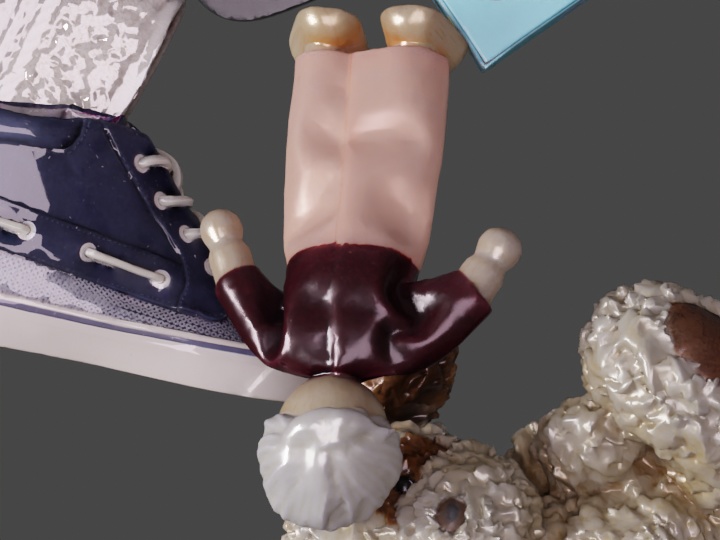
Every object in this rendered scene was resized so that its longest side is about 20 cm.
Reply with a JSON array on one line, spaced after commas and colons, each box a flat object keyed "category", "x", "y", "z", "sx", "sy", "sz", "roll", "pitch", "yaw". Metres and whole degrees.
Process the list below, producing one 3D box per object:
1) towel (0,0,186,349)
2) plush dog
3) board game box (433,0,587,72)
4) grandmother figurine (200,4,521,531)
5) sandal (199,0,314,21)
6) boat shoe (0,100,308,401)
[{"category": "towel", "x": -0.172, "y": -0.051, "z": 1.184, "sx": 0.132, "sy": 0.034, "sz": 0.200, "roll": 28, "pitch": 92, "yaw": 0}, {"category": "plush dog", "x": 0.055, "y": 0.110, "z": 1.125, "sx": 0.171, "sy": 0.161, "sz": 0.200, "roll": 9, "pitch": 66, "yaw": 1}, {"category": "board game box", "x": 0.087, "y": -0.196, "z": 1.164, "sx": 0.200, "sy": 0.047, "sz": 0.151, "roll": -34, "pitch": 90, "yaw": 3}, {"category": "grandmother figurine", "x": 0.000, "y": 0.000, "z": 1.103, "sx": 0.121, "sy": 0.061, "sz": 0.200, "roll": -3, "pitch": 64, "yaw": 25}, {"category": "sandal", "x": 0.025, "y": -0.149, "z": 1.121, "sx": 0.200, "sy": 0.045, "sz": 0.075, "roll": -25, "pitch": 91, "yaw": 2}, {"category": "boat shoe", "x": -0.075, "y": -0.008, "z": 1.143, "sx": 0.200, "sy": 0.075, "sz": 0.093, "roll": 11, "pitch": 95, "yaw": -20}]
